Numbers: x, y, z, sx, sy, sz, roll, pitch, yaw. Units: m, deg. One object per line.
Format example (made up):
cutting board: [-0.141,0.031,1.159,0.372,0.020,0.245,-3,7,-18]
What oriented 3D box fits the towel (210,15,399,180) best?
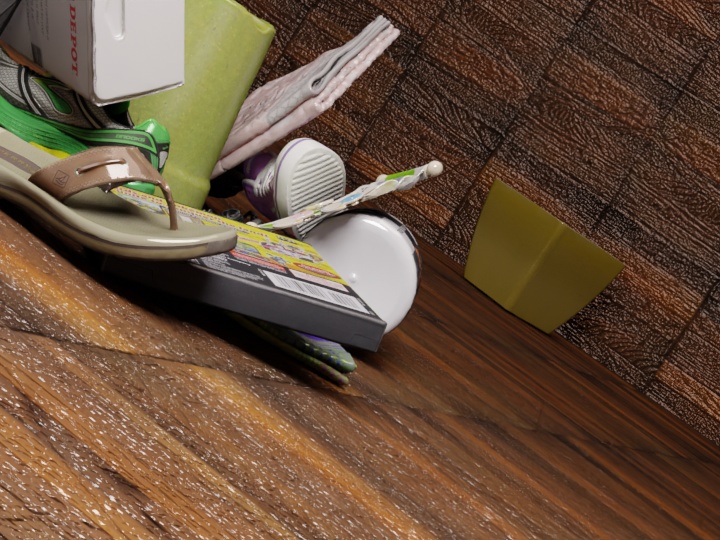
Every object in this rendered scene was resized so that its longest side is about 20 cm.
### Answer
towel: [-0.072,-0.156,1.667,0.032,0.190,0.200,55,34,-11]

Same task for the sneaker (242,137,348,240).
sneaker: [-0.071,-0.077,1.601,0.114,0.073,0.201,39,-15,20]

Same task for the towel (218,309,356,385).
towel: [-0.086,0.014,1.336,0.143,0.023,0.200,32,5,-25]

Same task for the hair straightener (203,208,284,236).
hair straightener: [-0.105,-0.041,1.618,0.077,0.041,0.200,33,5,-11]

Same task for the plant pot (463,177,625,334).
plant pot: [0.297,-0.012,3.101,0.199,0.177,0.200,30,6,-43]

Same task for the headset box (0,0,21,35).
headset box: [-0.353,-0.210,1.273,0.199,0.077,0.149,34,20,-8]

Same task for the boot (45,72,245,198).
boot: [-0.211,-0.155,1.779,0.157,0.080,0.211,17,27,-49]

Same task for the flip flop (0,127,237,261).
flip flop: [-0.166,-0.057,1.112,0.199,0.058,0.081,26,16,18]

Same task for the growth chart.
growth chart: [-0.029,-0.052,1.458,0.144,0.198,0.018,-11,-83,63]

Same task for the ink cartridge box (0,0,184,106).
ink cartridge box: [-0.215,-0.230,1.361,0.084,0.147,0.200,-15,33,-31]

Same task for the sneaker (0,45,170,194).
sneaker: [-0.225,-0.124,1.400,0.199,0.086,0.078,35,5,19]

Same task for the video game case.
video game case: [-0.099,-0.008,1.228,0.198,0.026,0.181,17,12,-23]

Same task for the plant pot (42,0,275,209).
plant pot: [-0.172,-0.163,1.535,0.199,0.185,0.200,33,5,-3]

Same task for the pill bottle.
pill bottle: [0.000,0.000,1.529,0.106,0.107,0.200,33,5,1]
